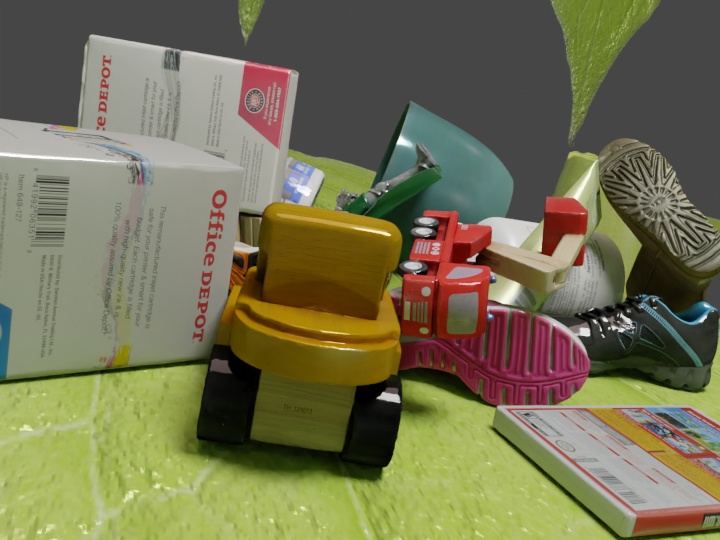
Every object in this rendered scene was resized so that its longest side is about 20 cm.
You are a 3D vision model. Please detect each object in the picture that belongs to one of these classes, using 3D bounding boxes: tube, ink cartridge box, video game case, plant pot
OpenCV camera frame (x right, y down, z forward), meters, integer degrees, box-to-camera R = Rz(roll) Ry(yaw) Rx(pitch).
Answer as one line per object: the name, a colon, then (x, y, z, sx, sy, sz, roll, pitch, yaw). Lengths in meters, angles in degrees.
tube: (0.173, -0.013, 0.740, 0.052, 0.200, 0.058, 43, -23, -1)
ink cartridge box: (-0.209, -0.022, 0.560, 0.199, 0.148, 0.144, 0, 18, -41)
ink cartridge box: (-0.174, -0.147, 0.804, 0.199, 0.146, 0.084, 10, 13, 0)
video game case: (0.212, 0.133, 0.556, 0.199, 0.018, 0.143, 5, 15, -26)
plant pot: (0.311, -0.050, 1.018, 0.199, 0.185, 0.200, 11, 13, -3)
plant pot: (0.096, -0.090, 1.004, 0.160, 0.201, 0.201, 22, 13, -4)

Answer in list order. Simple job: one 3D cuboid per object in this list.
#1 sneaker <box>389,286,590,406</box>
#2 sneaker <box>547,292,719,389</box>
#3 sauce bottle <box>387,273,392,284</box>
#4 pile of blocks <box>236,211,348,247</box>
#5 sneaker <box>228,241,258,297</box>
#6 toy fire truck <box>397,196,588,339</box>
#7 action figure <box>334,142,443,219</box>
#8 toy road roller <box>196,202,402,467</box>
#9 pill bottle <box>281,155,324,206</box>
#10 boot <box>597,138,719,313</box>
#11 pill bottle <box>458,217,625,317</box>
sneaker: (0.089, 0.050, 0.653, 0.199, 0.082, 0.088, 15, 16, 12)
sneaker: (0.246, 0.056, 0.757, 0.199, 0.082, 0.073, 8, 16, -10)
sauce bottle: (0.000, 0.000, 0.812, 0.066, 0.066, 0.200, 12, 13, 4)
pile of blocks: (-0.112, -0.030, 0.822, 0.199, 0.063, 0.082, 1, 13, 4)
sneaker: (-0.091, 0.005, 0.713, 0.199, 0.076, 0.092, 14, 10, 7)
toy fire truck: (0.108, -0.006, 0.614, 0.140, 0.049, 0.200, 4, 24, 9)
action figure: (-0.002, -0.062, 0.864, 0.055, 0.200, 0.118, 53, 12, 2)
toy road roller: (-0.028, 0.025, 0.519, 0.122, 0.147, 0.200, 10, 14, -6)
pill bottle: (-0.152, -0.103, 0.920, 0.199, 0.114, 0.114, 24, 13, -3)
boot: (0.301, -0.020, 0.833, 0.176, 0.066, 0.200, 64, 0, 26)
pill bottle: (0.160, 0.005, 0.821, 0.199, 0.115, 0.114, 7, 15, -20)
